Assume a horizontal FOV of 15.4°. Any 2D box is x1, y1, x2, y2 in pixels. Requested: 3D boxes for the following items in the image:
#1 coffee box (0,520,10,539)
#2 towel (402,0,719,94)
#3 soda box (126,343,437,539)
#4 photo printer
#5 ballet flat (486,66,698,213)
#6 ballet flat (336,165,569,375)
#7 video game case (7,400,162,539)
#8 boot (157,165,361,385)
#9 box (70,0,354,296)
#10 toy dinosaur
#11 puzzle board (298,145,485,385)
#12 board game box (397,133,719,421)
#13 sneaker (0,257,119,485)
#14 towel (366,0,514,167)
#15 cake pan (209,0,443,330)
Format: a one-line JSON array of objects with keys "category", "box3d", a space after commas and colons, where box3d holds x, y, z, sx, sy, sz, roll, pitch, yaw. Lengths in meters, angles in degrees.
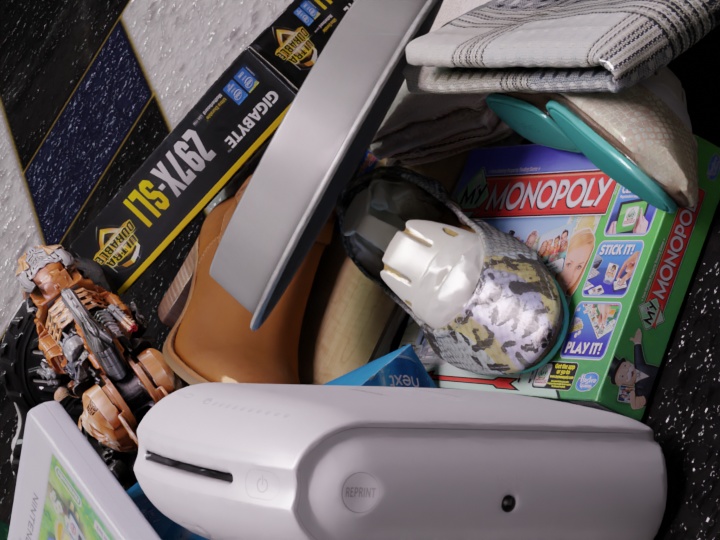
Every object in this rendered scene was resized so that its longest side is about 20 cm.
[{"category": "coffee box", "box3d": [-0.233, 0.201, 1.531, 0.123, 0.200, 0.044, -58, 24, 16]}, {"category": "towel", "box3d": [0.129, -0.140, 1.240, 0.192, 0.035, 0.200, -36, 18, -22]}, {"category": "soda box", "box3d": [-0.041, 0.108, 1.359, 0.200, 0.064, 0.068, -28, 7, 42]}, {"category": "photo printer", "box3d": [0.008, 0.088, 1.173, 0.166, 0.200, 0.070, 6, 93, 60]}, {"category": "ballet flat", "box3d": [0.114, -0.081, 1.233, 0.062, 0.067, 0.200, -48, 25, -2]}, {"category": "ballet flat", "box3d": [0.033, -0.003, 1.304, 0.072, 0.072, 0.200, -61, 26, 7]}, {"category": "video game case", "box3d": [-0.124, 0.195, 1.350, 0.200, 0.022, 0.182, 49, 142, 31]}, {"category": "boot", "box3d": [-0.044, -0.005, 1.479, 0.155, 0.074, 0.200, -55, 29, 10]}, {"category": "box", "box3d": [-0.076, -0.090, 1.599, 0.200, 0.049, 0.160, -45, 3, 35]}, {"category": "toy dinosaur", "box3d": [-0.133, 0.077, 1.500, 0.136, 0.102, 0.200, 78, 176, -63]}, {"category": "puzzle board", "box3d": [0.000, 0.000, 1.489, 0.200, 0.017, 0.151, -64, 25, -1]}, {"category": "board game box", "box3d": [0.093, 0.002, 1.298, 0.200, 0.029, 0.135, 0, 67, 62]}, {"category": "sneaker", "box3d": [-0.180, 0.061, 1.638, 0.200, 0.074, 0.079, 101, -177, -46]}, {"category": "towel", "box3d": [0.073, -0.150, 1.446, 0.132, 0.034, 0.200, -15, 48, 55]}, {"category": "cake pan", "box3d": [-0.019, -0.064, 1.350, 0.201, 0.037, 0.200, -61, -1, -1]}]
